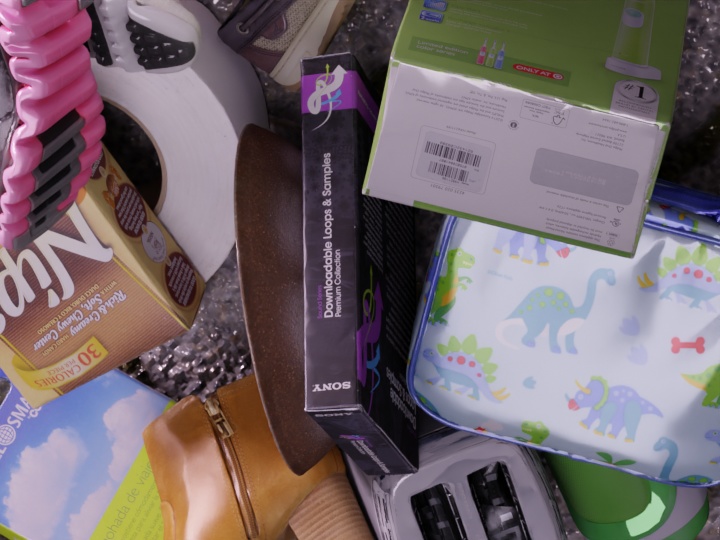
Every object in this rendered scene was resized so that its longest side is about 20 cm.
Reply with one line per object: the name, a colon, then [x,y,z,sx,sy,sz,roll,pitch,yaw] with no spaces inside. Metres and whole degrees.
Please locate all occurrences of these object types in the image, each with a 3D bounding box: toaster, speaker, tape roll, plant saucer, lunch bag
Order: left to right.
tape roll: [-0.156,-0.072,1.602,0.202,0.071,0.203,4,121,7]
plant saucer: [-0.031,0.014,1.556,0.037,0.200,0.201,-9,119,8]
toaster: [0.055,0.128,1.633,0.113,0.129,0.200,-20,118,-5]
speaker: [0.137,0.075,1.627,0.088,0.088,0.200,-18,116,20]
lunch bag: [0.134,0.021,1.506,0.200,0.082,0.161,14,114,2]

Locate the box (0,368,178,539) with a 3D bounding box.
box: [-0.149,0.129,1.684,0.200,0.122,0.048,29,165,3]

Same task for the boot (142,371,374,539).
boot: [-0.099,0.157,1.633,0.201,0.144,0.071,-33,156,0]

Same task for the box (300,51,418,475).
box: [0.000,0.000,1.515,0.036,0.200,0.143,-7,160,12]

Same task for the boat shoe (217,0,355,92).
boat shoe: [-0.021,-0.187,1.510,0.065,0.072,0.200,22,128,-9]

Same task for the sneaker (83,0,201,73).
sneaker: [-0.162,-0.177,1.503,0.200,0.081,0.075,32,154,19]

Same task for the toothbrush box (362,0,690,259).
toothbrush box: [0.092,-0.104,1.460,0.145,0.200,0.086,13,123,2]

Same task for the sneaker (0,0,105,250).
sneaker: [-0.191,-0.107,1.460,0.095,0.079,0.200,22,125,25]

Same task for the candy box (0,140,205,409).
candy box: [-0.191,-0.031,1.560,0.115,0.055,0.200,-26,111,22]
